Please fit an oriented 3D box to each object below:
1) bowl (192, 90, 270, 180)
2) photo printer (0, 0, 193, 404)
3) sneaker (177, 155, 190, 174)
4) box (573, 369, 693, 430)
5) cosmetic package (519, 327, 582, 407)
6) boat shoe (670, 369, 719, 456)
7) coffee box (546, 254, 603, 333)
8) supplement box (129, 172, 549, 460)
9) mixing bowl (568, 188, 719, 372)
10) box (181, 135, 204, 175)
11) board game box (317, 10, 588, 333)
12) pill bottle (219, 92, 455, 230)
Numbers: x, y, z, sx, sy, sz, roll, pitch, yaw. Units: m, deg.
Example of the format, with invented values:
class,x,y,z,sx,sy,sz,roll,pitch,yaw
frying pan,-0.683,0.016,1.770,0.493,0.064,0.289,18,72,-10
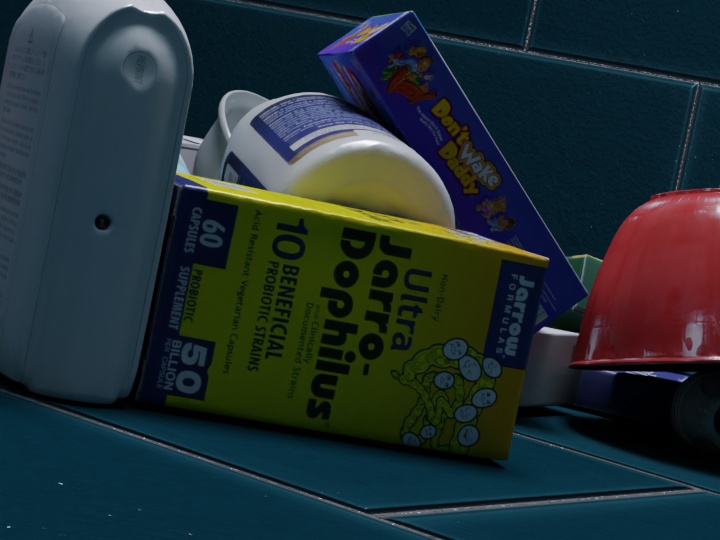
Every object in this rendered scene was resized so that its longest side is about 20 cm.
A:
class,x,y,z,sx,sy,sz,roll,pitch,yaw
bowl,-0.066,-0.036,1.602,0.201,0.090,0.202,43,19,-19
photo printer,-0.143,-0.048,1.024,0.069,0.202,0.166,10,4,-23
sneaker,-0.141,-0.065,1.246,0.201,0.074,0.082,54,1,-16
box,0.177,0.079,1.412,0.198,0.033,0.121,12,4,16
cosmetic package,0.063,0.055,1.263,0.082,0.051,0.199,14,5,29
boat shoe,0.292,0.098,1.258,0.199,0.071,0.071,4,5,-11
coffee box,0.150,0.032,1.492,0.122,0.044,0.200,21,-13,-25
supplement box,-0.020,0.022,1.058,0.198,0.110,0.109,10,4,-18
mixing bowl,0.229,0.007,1.277,0.198,0.110,0.200,0,-3,0
box,-0.168,-0.052,1.618,0.060,0.118,0.199,14,3,29
board game box,0.054,-0.062,1.265,0.045,0.201,0.134,-34,10,-5
pill bottle,-0.022,-0.043,1.212,0.110,0.112,0.200,10,13,-18
